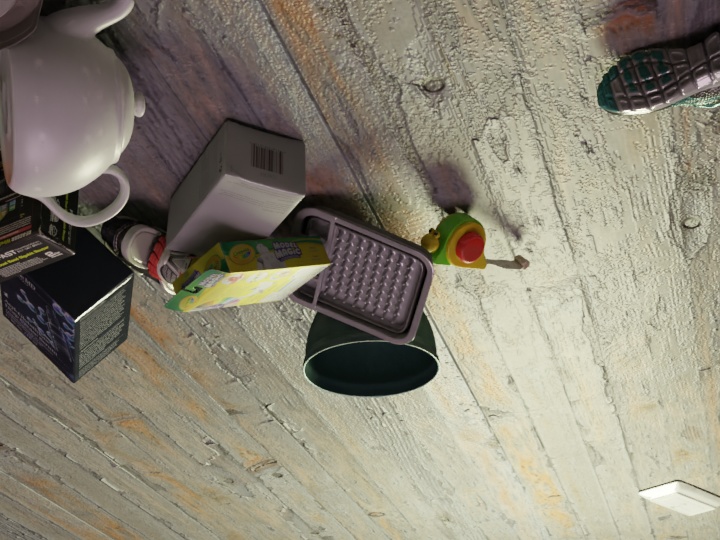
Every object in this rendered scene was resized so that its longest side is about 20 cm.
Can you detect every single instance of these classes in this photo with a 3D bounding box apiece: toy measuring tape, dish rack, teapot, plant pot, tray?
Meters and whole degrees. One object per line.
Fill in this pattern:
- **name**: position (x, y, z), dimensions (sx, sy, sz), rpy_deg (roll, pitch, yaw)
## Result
- **toy measuring tape**: position (0.162, -0.040, 1.656), dimensions (0.199, 0.074, 0.073), rpy_deg (4, 154, -38)
- **dish rack**: position (0.000, 0.000, 1.639), dimensions (0.199, 0.044, 0.172), rpy_deg (23, 132, 9)
- **teapot**: position (-0.299, -0.167, 1.282), dimensions (0.145, 0.199, 0.200), rpy_deg (-3, 165, -22)
- **plant pot**: position (0.015, 0.086, 1.791), dimensions (0.199, 0.135, 0.201), rpy_deg (-1, 152, 0)
- **tray**: position (0.709, 0.506, 2.693), dimensions (0.199, 0.022, 0.107), rpy_deg (25, 143, -38)

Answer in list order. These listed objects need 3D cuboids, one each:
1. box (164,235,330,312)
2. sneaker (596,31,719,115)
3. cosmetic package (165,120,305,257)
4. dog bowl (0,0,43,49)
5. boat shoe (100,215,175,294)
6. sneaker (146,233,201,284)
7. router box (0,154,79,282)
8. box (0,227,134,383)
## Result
- **box**: position (-0.149, 0.005, 1.562), dimensions (0.199, 0.049, 0.117), rpy_deg (-8, 159, -47)
- **sneaker**: position (0.363, -0.204, 1.350), dimensions (0.199, 0.078, 0.091), rpy_deg (-13, 153, 23)
- **cosmetic package**: position (-0.157, -0.091, 1.525), dimensions (0.112, 0.082, 0.200), rpy_deg (14, 149, -27)
- **dog bowl**: position (-0.384, -0.296, 1.139), dimensions (0.198, 0.059, 0.201), rpy_deg (2, 141, 2)
- **boat shoe**: position (-0.281, -0.022, 1.660), dimensions (0.060, 0.074, 0.200), rpy_deg (26, 178, 26)
- **sneaker**: position (-0.207, 0.013, 1.662), dimensions (0.082, 0.078, 0.200), rpy_deg (24, 180, 27)
- **router box**: position (-0.430, -0.069, 1.478), dimensions (0.199, 0.151, 0.062), rpy_deg (-18, 149, 28)
- **box**: position (-0.394, 0.032, 1.640), dimensions (0.148, 0.107, 0.200), rpy_deg (41, 150, 11)
